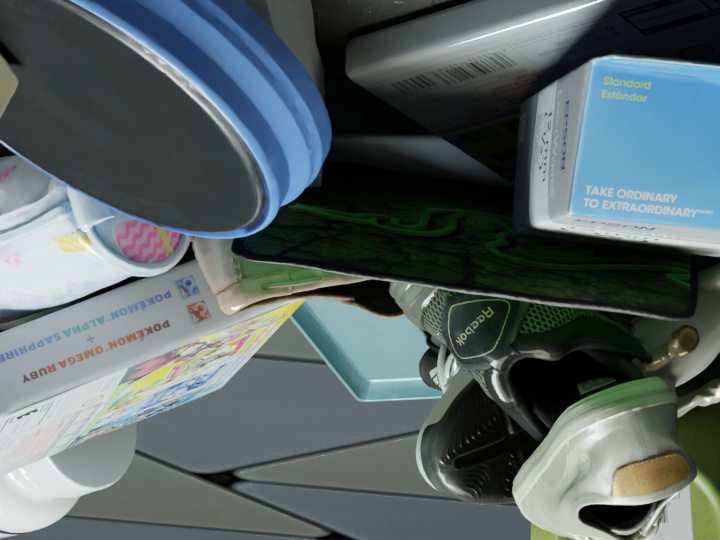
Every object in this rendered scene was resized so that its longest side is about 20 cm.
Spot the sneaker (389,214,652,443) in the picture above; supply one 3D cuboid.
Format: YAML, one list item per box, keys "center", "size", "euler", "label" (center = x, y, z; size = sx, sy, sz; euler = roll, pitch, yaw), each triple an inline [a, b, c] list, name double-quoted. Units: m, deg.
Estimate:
- center: [0.100, 0.031, 1.209]
  size: [0.076, 0.114, 0.199]
  euler: [-45, 161, 19]
  label: "sneaker"

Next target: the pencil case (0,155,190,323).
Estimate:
- center: [-0.174, -0.018, 1.224]
  size: [0.199, 0.084, 0.091]
  euler: [-16, 166, 38]
  label: "pencil case"

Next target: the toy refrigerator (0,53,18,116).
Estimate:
- center: [-0.246, -0.079, 1.018]
  size: [0.199, 0.076, 0.070]
  euler: [10, 152, 33]
  label: "toy refrigerator"

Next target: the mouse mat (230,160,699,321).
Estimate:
- center: [0.052, -0.016, 1.109]
  size: [0.199, 0.008, 0.161]
  euler: [9, -162, 6]
  label: "mouse mat"

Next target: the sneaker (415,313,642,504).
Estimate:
- center: [0.066, 0.072, 1.321]
  size: [0.115, 0.076, 0.200]
  euler: [-9, -166, 40]
  label: "sneaker"

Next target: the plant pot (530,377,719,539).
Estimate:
- center: [0.168, 0.146, 1.369]
  size: [0.186, 0.188, 0.200]
  euler: [-3, 173, 15]
  label: "plant pot"

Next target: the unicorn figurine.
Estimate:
- center: [0.176, 0.035, 1.284]
  size: [0.199, 0.074, 0.137]
  euler: [-18, 174, -29]
  label: "unicorn figurine"

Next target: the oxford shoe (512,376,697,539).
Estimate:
- center: [0.115, 0.103, 1.157]
  size: [0.075, 0.058, 0.200]
  euler: [-18, 164, -8]
  label: "oxford shoe"

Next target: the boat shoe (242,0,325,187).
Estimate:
- center: [-0.054, -0.089, 1.065]
  size: [0.068, 0.072, 0.200]
  euler: [-1, 167, 4]
  label: "boat shoe"

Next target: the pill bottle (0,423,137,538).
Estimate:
- center: [-0.232, 0.107, 1.501]
  size: [0.199, 0.112, 0.111]
  euler: [-16, 151, 38]
  label: "pill bottle"

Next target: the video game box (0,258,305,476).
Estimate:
- center: [-0.137, 0.053, 1.320]
  size: [0.182, 0.047, 0.200]
  euler: [-19, 170, -21]
  label: "video game box"

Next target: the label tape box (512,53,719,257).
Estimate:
- center: [0.147, -0.041, 1.008]
  size: [0.143, 0.066, 0.200]
  euler: [6, 179, -6]
  label: "label tape box"

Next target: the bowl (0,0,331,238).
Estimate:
- center: [-0.108, -0.082, 1.013]
  size: [0.200, 0.039, 0.201]
  euler: [26, 159, 11]
  label: "bowl"

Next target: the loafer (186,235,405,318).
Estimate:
- center: [0.000, 0.000, 1.221]
  size: [0.199, 0.063, 0.072]
  euler: [6, 152, -40]
  label: "loafer"

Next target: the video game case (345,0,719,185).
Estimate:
- center: [0.125, -0.083, 1.102]
  size: [0.199, 0.023, 0.182]
  euler: [-14, 152, 35]
  label: "video game case"

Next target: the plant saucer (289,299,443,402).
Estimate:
- center: [0.005, 0.032, 1.406]
  size: [0.070, 0.019, 0.200]
  euler: [-3, 156, 16]
  label: "plant saucer"
